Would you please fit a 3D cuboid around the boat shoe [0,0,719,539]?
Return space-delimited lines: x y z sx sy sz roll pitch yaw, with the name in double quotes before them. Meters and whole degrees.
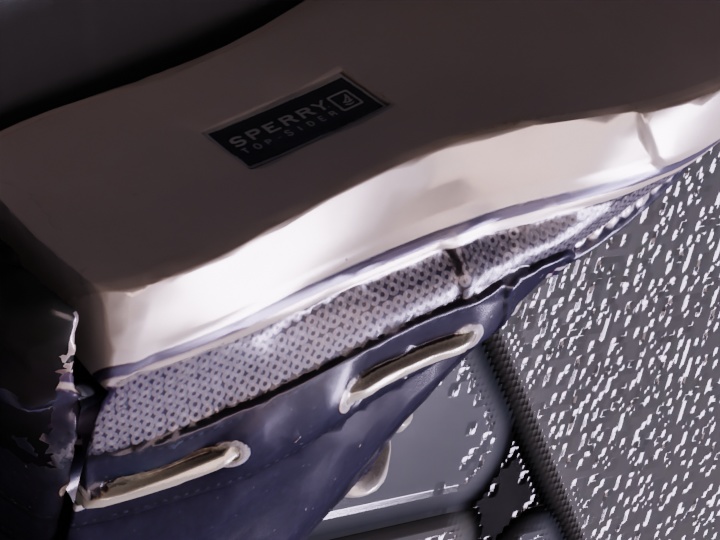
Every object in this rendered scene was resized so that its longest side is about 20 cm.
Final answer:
"boat shoe" 0.000 0.000 0.515 0.199 0.075 0.093 -20 135 -33
